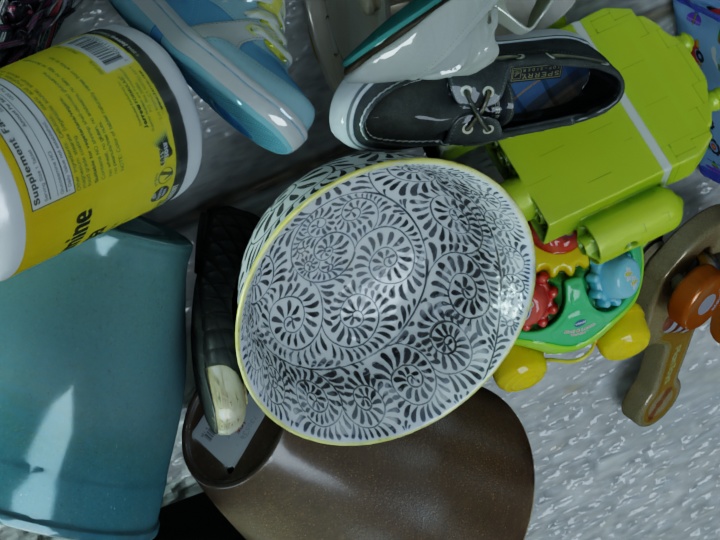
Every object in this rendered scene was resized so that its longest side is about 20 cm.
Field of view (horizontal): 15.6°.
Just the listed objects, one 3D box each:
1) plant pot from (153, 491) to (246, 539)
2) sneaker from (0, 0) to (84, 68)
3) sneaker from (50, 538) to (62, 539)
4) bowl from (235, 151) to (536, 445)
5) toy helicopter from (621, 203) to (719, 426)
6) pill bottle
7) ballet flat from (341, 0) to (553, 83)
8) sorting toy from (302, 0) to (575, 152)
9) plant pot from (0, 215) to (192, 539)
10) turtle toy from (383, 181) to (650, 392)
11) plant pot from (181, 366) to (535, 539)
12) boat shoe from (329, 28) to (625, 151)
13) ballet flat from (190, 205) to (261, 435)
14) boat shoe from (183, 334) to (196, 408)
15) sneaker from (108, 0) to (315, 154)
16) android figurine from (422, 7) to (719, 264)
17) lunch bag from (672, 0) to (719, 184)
[{"bbox_3d":[-0.116,0.291,1.759,0.199,0.177,0.200,-15,132,-61],"label":"plant pot"},{"bbox_3d":[-0.207,-0.153,1.587,0.081,0.075,0.200,19,109,-29],"label":"sneaker"},{"bbox_3d":[-0.263,0.231,1.784,0.201,0.067,0.108,-45,126,10],"label":"sneaker"},{"bbox_3d":[0.000,0.000,1.624,0.200,0.094,0.201,-12,123,-19],"label":"bowl"},{"bbox_3d":[0.229,0.031,1.866,0.132,0.079,0.200,-29,146,-35],"label":"toy helicopter"},{"bbox_3d":[-0.198,-0.060,1.511,0.200,0.112,0.113,-28,128,-36],"label":"pill bottle"},{"bbox_3d":[0.073,-0.160,1.579,0.200,0.069,0.069,-45,129,-28],"label":"ballet flat"},{"bbox_3d":[0.058,-0.202,1.657,0.180,0.107,0.200,-18,123,-20],"label":"sorting toy"},{"bbox_3d":[-0.195,0.049,1.643,0.200,0.200,0.188,14,97,-27],"label":"plant pot"},{"bbox_3d":[0.102,-0.003,1.737,0.200,0.146,0.101,-16,156,-12],"label":"turtle toy"},{"bbox_3d":[-0.019,0.130,1.729,0.200,0.187,0.187,29,105,-43],"label":"plant pot"},{"bbox_3d":[0.075,-0.110,1.618,0.200,0.057,0.069,-15,121,-31],"label":"boat shoe"},{"bbox_3d":[-0.078,0.026,1.654,0.057,0.200,0.067,2,131,-2],"label":"ballet flat"},{"bbox_3d":[-0.048,0.022,1.750,0.062,0.073,0.200,36,96,-29],"label":"boat shoe"},{"bbox_3d":[-0.062,-0.163,1.572,0.131,0.200,0.080,-42,142,-5],"label":"sneaker"},{"bbox_3d":[0.144,-0.096,1.705,0.200,0.182,0.041,-26,161,-16],"label":"android figurine"},{"bbox_3d":[0.295,-0.100,1.738,0.094,0.200,0.151,-20,123,-9],"label":"lunch bag"}]
